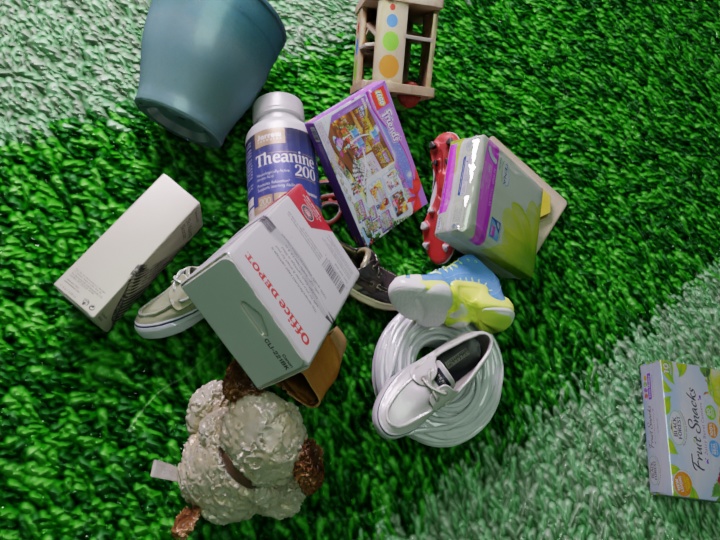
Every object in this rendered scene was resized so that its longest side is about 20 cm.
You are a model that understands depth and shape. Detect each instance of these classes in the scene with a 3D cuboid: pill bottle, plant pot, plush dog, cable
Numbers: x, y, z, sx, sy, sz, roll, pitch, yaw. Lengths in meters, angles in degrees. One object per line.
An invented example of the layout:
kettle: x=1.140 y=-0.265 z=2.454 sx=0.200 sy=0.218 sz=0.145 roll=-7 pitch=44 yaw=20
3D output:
pill bottle: x=-0.115 y=-0.151 z=0.780 sx=0.106 sy=0.111 sz=0.208 roll=-2 pitch=73 yaw=-15
plant pot: x=-0.228 y=-0.295 z=0.761 sx=0.194 sy=0.200 sz=0.195 roll=21 pitch=82 yaw=-7
plush dog: x=-0.131 y=0.207 z=0.604 sx=0.200 sy=0.172 sz=0.160 roll=46 pitch=25 yaw=5
cable: x=0.112 y=0.149 z=0.769 sx=0.193 sy=0.069 sz=0.207 roll=14 pitch=68 yaw=-11

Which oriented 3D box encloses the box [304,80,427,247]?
box: x=0.014 y=-0.159 z=0.801 sx=0.135 sy=0.039 sz=0.205 roll=-34 pitch=116 yaw=-21

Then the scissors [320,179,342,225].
scissors: x=0.005 y=-0.124 z=0.857 sx=0.193 sy=0.014 sz=0.076 roll=-15 pitch=77 yaw=-19

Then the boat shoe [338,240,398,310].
boat shoe: x=0.000 y=0.000 z=0.766 sx=0.194 sy=0.066 sz=0.074 roll=19 pitch=28 yaw=-22

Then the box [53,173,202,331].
box: x=-0.301 y=-0.024 z=0.706 sx=0.068 sy=0.082 sz=0.202 roll=36 pitch=68 yaw=0

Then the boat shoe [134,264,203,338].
boat shoe: x=-0.214 y=0.023 z=0.689 sx=0.194 sy=0.073 sz=0.063 roll=-25 pitch=122 yaw=3

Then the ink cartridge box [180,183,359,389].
ink cartridge box: x=-0.093 y=0.011 z=0.617 sx=0.146 sy=0.082 sz=0.201 roll=55 pitch=28 yaw=-14

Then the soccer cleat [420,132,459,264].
soccer cleat: x=0.142 y=-0.114 z=0.841 sx=0.084 sy=0.067 sz=0.209 roll=2 pitch=90 yaw=-53

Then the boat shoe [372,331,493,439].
boat shoe: x=0.100 y=0.145 z=0.691 sx=0.196 sy=0.066 sz=0.073 roll=-29 pitch=80 yaw=-23

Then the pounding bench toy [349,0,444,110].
pounding bench toy: x=0.047 y=-0.358 z=0.894 sx=0.119 sy=0.200 sz=0.163 roll=2 pitch=103 yaw=-11

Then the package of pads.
package of pads: x=0.201 y=-0.094 z=0.802 sx=0.197 sy=0.067 sz=0.160 roll=26 pitch=71 yaw=-39

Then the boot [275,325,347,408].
boot: x=-0.101 y=0.073 z=0.698 sx=0.201 sy=0.071 sz=0.144 roll=46 pitch=25 yaw=-3

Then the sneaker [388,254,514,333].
sneaker: x=0.125 y=0.024 z=0.753 sx=0.193 sy=0.076 sz=0.108 roll=17 pitch=45 yaw=-20

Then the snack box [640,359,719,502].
snack box: x=0.535 y=0.261 z=0.856 sx=0.137 sy=0.053 sz=0.208 roll=9 pitch=70 yaw=-11

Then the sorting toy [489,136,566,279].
sorting toy: x=0.253 y=-0.116 z=0.910 sx=0.184 sy=0.037 sz=0.202 roll=40 pitch=67 yaw=0
